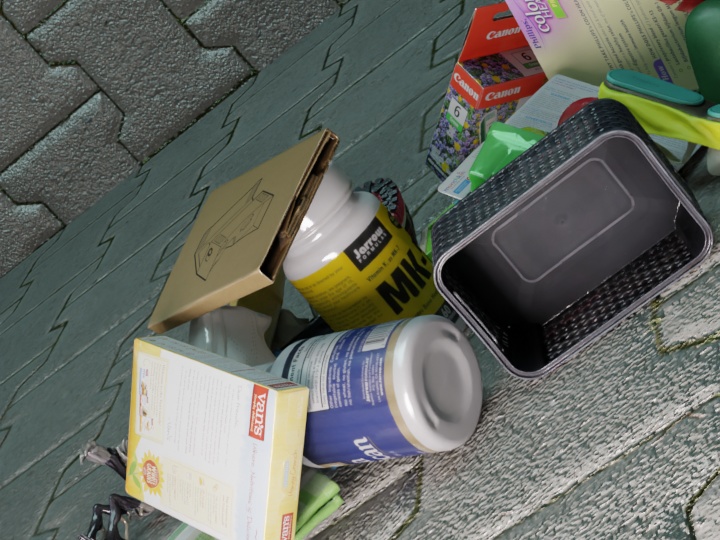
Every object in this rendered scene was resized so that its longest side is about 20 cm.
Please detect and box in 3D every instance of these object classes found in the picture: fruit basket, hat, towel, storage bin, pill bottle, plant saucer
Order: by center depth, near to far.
[{"bbox_3d":[0.167,-0.026,1.373,0.200,0.135,0.094,-37,17,15],"label":"storage bin"},{"bbox_3d":[-0.007,0.106,1.418,0.200,0.111,0.111,-13,30,37],"label":"pill bottle"},{"bbox_3d":[0.312,-0.232,1.465,0.200,0.176,0.166,-27,22,19],"label":"hat"},{"bbox_3d":[-0.096,0.227,1.507,0.149,0.031,0.200,-46,19,-10],"label":"towel"},{"bbox_3d":[0.199,-0.099,1.534,0.185,0.094,0.200,21,44,34],"label":"fruit basket"},{"bbox_3d":[0.000,0.000,1.581,0.114,0.200,0.114,-38,16,13],"label":"pill bottle"},{"bbox_3d":[-0.117,0.064,1.770,0.200,0.048,0.200,-93,18,-69],"label":"plant saucer"}]

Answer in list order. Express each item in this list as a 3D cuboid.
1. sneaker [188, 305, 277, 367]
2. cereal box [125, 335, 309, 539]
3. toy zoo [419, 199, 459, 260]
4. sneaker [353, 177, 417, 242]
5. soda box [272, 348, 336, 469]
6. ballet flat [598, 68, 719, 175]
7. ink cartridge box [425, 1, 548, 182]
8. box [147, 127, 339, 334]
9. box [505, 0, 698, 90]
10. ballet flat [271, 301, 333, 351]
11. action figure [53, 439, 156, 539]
[{"bbox_3d":[-0.099,0.120,1.518,0.075,0.088,0.200,128,140,-55],"label":"sneaker"},{"bbox_3d":[-0.125,0.145,1.430,0.039,0.144,0.200,-4,14,-43],"label":"cereal box"},{"bbox_3d":[0.140,-0.082,1.719,0.200,0.020,0.131,-41,9,14],"label":"toy zoo"},{"bbox_3d":[0.029,-0.001,1.733,0.080,0.075,0.200,-14,48,23],"label":"sneaker"},{"bbox_3d":[-0.054,0.129,1.614,0.068,0.064,0.200,-46,16,-11],"label":"soda box"},{"bbox_3d":[0.289,-0.117,1.424,0.200,0.067,0.067,19,26,32],"label":"ballet flat"},{"bbox_3d":[0.144,-0.183,1.746,0.109,0.050,0.200,-17,-39,-33],"label":"ink cartridge box"},{"bbox_3d":[-0.108,-0.033,1.528,0.200,0.021,0.164,-23,37,51],"label":"box"},{"bbox_3d":[0.265,-0.258,1.638,0.200,0.176,0.097,-17,27,34],"label":"box"},{"bbox_3d":[-0.048,0.052,1.796,0.200,0.073,0.073,-43,16,-6],"label":"ballet flat"},{"bbox_3d":[-0.234,0.213,1.752,0.119,0.102,0.200,-25,26,49],"label":"action figure"}]
